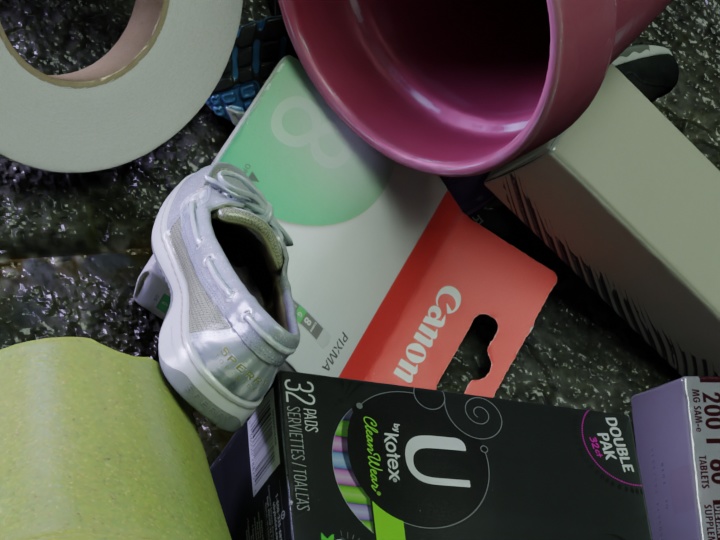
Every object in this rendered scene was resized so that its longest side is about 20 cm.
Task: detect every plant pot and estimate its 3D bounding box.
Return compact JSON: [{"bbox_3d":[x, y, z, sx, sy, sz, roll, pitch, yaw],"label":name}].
[{"bbox_3d":[0.083,-0.172,1.456,0.179,0.200,0.200,-29,72,-40],"label":"plant pot"},{"bbox_3d":[-0.133,0.139,1.242,0.199,0.201,0.185,11,41,-19],"label":"plant pot"}]

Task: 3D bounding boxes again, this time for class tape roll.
[{"bbox_3d":[-0.157,-0.154,1.445,0.202,0.037,0.204,-6,103,-30],"label":"tape roll"}]

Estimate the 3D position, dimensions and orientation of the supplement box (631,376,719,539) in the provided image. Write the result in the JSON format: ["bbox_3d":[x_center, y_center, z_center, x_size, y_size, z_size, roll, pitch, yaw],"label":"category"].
[{"bbox_3d":[0.254,0.117,1.503,0.199,0.061,0.109,1,76,-26],"label":"supplement box"}]

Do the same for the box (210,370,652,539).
[{"bbox_3d":[0.034,0.151,1.343,0.199,0.124,0.149,9,55,-22],"label":"box"}]

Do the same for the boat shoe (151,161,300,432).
[{"bbox_3d":[-0.060,0.002,1.340,0.074,0.065,0.202,41,21,-20],"label":"boat shoe"}]

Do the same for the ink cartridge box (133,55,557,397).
[{"bbox_3d":[0.000,0.000,1.469,0.199,0.050,0.161,31,61,0],"label":"ink cartridge box"}]

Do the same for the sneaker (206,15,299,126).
[{"bbox_3d":[-0.004,-0.124,1.572,0.199,0.075,0.087,-8,17,-16],"label":"sneaker"}]

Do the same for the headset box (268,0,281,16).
[{"bbox_3d":[0.050,-0.225,1.609,0.199,0.149,0.075,-5,59,-28],"label":"headset box"}]

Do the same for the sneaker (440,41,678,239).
[{"bbox_3d":[0.119,-0.069,1.596,0.199,0.076,0.088,-22,84,-33],"label":"sneaker"}]

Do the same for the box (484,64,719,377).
[{"bbox_3d":[0.171,-0.019,1.532,0.200,0.068,0.082,44,56,-15],"label":"box"}]
